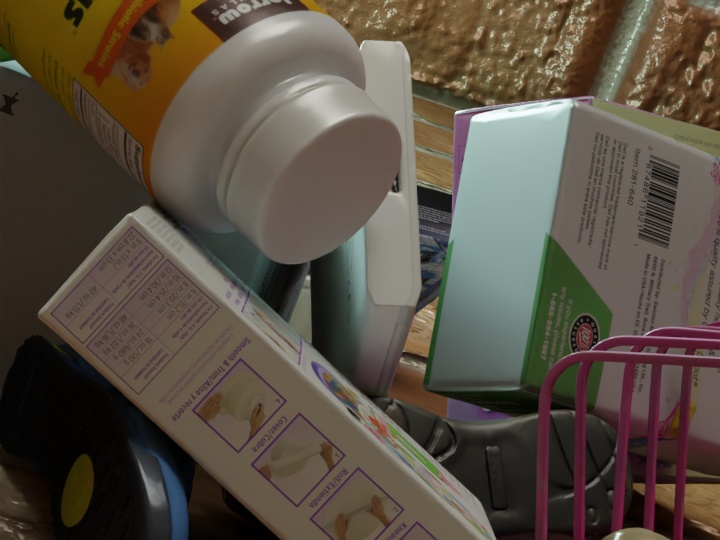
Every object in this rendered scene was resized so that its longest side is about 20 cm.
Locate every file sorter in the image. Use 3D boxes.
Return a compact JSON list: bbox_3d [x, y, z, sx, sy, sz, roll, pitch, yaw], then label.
[{"bbox_3d":[0.171,0.090,1.081,0.139,0.126,0.200,3,3,25],"label":"file sorter"}]

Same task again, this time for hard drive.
[{"bbox_3d":[0.000,0.000,1.161,0.026,0.132,0.200,1,-26,-7],"label":"hard drive"}]

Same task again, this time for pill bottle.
[{"bbox_3d":[-0.073,-0.092,1.071,0.200,0.109,0.109,43,21,30],"label":"pill bottle"}]

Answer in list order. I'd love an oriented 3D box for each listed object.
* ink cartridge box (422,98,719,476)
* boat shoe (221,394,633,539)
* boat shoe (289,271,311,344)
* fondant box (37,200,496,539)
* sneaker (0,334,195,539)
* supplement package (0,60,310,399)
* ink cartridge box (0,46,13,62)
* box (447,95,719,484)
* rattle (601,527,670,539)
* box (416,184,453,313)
[{"bbox_3d":[0.143,0.015,1.241,0.200,0.145,0.084,18,-14,-34],"label":"ink cartridge box"},{"bbox_3d":[0.028,0.104,1.148,0.200,0.076,0.074,6,-18,-24],"label":"boat shoe"},{"bbox_3d":[-0.081,0.009,1.422,0.200,0.072,0.059,18,4,-35],"label":"boat shoe"},{"bbox_3d":[-0.035,0.060,1.011,0.200,0.058,0.144,42,2,-3],"label":"fondant box"},{"bbox_3d":[-0.091,0.081,1.017,0.078,0.066,0.200,20,9,-24],"label":"sneaker"},{"bbox_3d":[-0.111,-0.013,1.233,0.152,0.151,0.200,21,9,5],"label":"supplement package"},{"bbox_3d":[-0.243,-0.145,1.341,0.200,0.076,0.148,32,11,21],"label":"ink cartridge box"},{"bbox_3d":[0.139,0.017,1.374,0.097,0.200,0.176,-4,-8,39],"label":"box"},{"bbox_3d":[0.130,0.192,0.850,0.200,0.130,0.143,44,13,-20],"label":"rattle"},{"bbox_3d":[-0.040,-0.017,1.490,0.200,0.137,0.040,15,56,-30],"label":"box"}]
